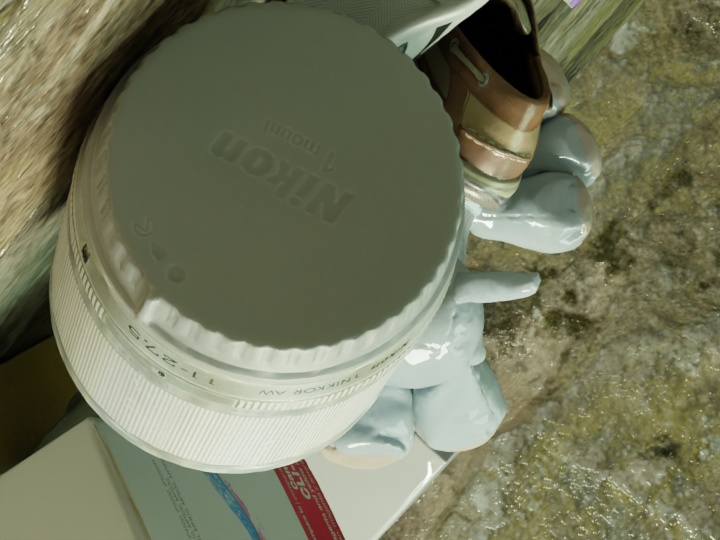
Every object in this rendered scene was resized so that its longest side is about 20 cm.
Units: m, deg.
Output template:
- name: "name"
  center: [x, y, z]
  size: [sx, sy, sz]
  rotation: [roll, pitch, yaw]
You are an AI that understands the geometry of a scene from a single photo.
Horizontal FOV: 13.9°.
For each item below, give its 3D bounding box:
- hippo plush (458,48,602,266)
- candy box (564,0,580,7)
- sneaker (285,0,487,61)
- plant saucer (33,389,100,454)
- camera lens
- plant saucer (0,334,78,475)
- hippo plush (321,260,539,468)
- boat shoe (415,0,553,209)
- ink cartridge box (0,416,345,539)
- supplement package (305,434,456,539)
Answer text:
- name: "hippo plush"
  center: [0.059, -0.050, 1.992]
  size: [0.161, 0.159, 0.201]
  rotation: [-33, -151, 57]
- name: "candy box"
  center: [0.192, -0.280, 1.822]
  size: [0.200, 0.072, 0.168]
  rotation: [-44, 175, -34]
- name: "sneaker"
  center: [0.009, -0.129, 1.392]
  size: [0.200, 0.073, 0.112]
  rotation: [-40, 180, 8]
- name: "plant saucer"
  center: [-0.094, 0.074, 1.505]
  size: [0.199, 0.050, 0.200]
  rotation: [-25, 161, -9]
- name: "camera lens"
  center: [-0.046, -0.010, 1.236]
  size: [0.160, 0.160, 0.200]
  rotation: [-46, 176, -19]
- name: "plant saucer"
  center: [-0.225, 0.132, 1.521]
  size: [0.200, 0.048, 0.200]
  rotation: [-49, 177, 16]
- name: "hippo plush"
  center: [0.000, 0.000, 1.640]
  size: [0.158, 0.162, 0.200]
  rotation: [-5, 148, -7]
- name: "boat shoe"
  center: [0.057, -0.115, 1.448]
  size: [0.072, 0.075, 0.201]
  rotation: [-54, -148, 30]
- name: "ink cartridge box"
  center: [-0.104, 0.173, 1.443]
  size: [0.145, 0.145, 0.200]
  rotation: [-34, 159, 20]
- name: "supplement package"
  center: [-0.037, 0.094, 2.059]
  size: [0.156, 0.200, 0.111]
  rotation: [-49, 175, 30]
